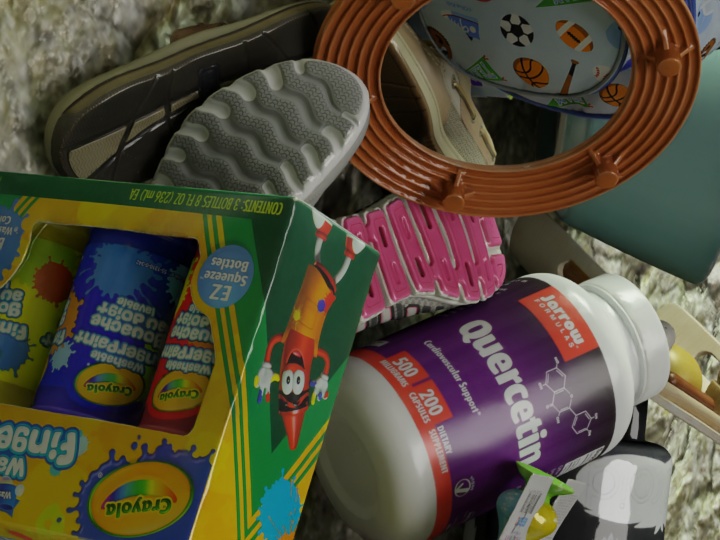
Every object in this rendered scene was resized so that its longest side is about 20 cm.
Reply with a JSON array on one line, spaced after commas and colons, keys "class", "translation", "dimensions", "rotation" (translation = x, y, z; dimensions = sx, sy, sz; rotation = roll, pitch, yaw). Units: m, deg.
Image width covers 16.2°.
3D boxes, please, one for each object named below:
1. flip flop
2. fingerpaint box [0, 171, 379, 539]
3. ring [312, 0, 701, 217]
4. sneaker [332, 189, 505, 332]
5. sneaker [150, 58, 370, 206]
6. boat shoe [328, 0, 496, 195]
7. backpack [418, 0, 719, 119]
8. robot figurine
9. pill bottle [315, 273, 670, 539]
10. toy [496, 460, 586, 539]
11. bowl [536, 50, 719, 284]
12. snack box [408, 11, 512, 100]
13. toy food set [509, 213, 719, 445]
[{"class": "flip flop", "translation": [-0.081, -0.094, 1.283], "dimensions": [0.199, 0.058, 0.081], "rotation": [-21, 129, -34]}, {"class": "fingerpaint box", "translation": [-0.110, 0.048, 1.142], "dimensions": [0.073, 0.199, 0.168], "rotation": [33, 70, -49]}, {"class": "ring", "translation": [0.074, -0.095, 1.287], "dimensions": [0.019, 0.200, 0.201], "rotation": [-92, 156, -44]}, {"class": "sneaker", "translation": [0.000, 0.000, 1.380], "dimensions": [0.200, 0.087, 0.074], "rotation": [-17, 87, -50]}, {"class": "sneaker", "translation": [-0.069, -0.024, 1.264], "dimensions": [0.200, 0.075, 0.082], "rotation": [-45, 157, 7]}, {"class": "boat shoe", "translation": [0.028, -0.097, 1.417], "dimensions": [0.200, 0.072, 0.065], "rotation": [56, 47, -48]}, {"class": "backpack", "translation": [0.117, -0.173, 1.347], "dimensions": [0.154, 0.199, 0.191], "rotation": [-47, 136, -29]}, {"class": "robot figurine", "translation": [0.122, 0.161, 1.538], "dimensions": [0.150, 0.125, 0.201], "rotation": [7, 89, -23]}, {"class": "pill bottle", "translation": [0.074, 0.072, 1.420], "dimensions": [0.199, 0.112, 0.113], "rotation": [-23, 115, -27]}, {"class": "toy", "translation": [0.047, 0.191, 1.366], "dimensions": [0.201, 0.047, 0.115], "rotation": [-59, 160, 4]}, {"class": "bowl", "translation": [0.166, -0.098, 1.531], "dimensions": [0.201, 0.104, 0.202], "rotation": [-173, -90, -87]}, {"class": "snack box", "translation": [0.062, -0.219, 1.453], "dimensions": [0.142, 0.053, 0.200], "rotation": [-57, 136, -29]}, {"class": "toy food set", "translation": [0.189, 0.035, 1.580], "dimensions": [0.060, 0.144, 0.200], "rotation": [-48, 141, 7]}]
